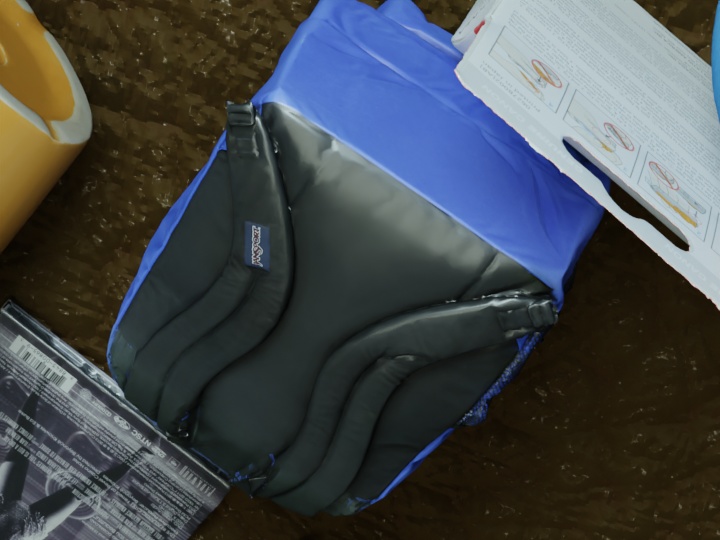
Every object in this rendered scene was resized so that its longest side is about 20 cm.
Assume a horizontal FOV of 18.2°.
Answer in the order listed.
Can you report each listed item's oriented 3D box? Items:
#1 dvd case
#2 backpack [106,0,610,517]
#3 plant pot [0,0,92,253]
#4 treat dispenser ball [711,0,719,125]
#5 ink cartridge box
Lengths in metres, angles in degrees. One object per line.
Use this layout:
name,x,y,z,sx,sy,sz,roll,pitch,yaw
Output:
dvd case,-0.176,0.126,1.185,0.148,0.016,0.200,38,121,-5
backpack,0.000,0.000,0.971,0.162,0.168,0.200,36,127,0
plant pot,-0.229,-0.053,1.019,0.183,0.200,0.200,-38,101,14
treat dispenser ball,0.231,-0.080,0.832,0.200,0.201,0.202,8,119,14
ink cartridge box,0.103,-0.046,0.893,0.161,0.200,0.050,40,119,-5
